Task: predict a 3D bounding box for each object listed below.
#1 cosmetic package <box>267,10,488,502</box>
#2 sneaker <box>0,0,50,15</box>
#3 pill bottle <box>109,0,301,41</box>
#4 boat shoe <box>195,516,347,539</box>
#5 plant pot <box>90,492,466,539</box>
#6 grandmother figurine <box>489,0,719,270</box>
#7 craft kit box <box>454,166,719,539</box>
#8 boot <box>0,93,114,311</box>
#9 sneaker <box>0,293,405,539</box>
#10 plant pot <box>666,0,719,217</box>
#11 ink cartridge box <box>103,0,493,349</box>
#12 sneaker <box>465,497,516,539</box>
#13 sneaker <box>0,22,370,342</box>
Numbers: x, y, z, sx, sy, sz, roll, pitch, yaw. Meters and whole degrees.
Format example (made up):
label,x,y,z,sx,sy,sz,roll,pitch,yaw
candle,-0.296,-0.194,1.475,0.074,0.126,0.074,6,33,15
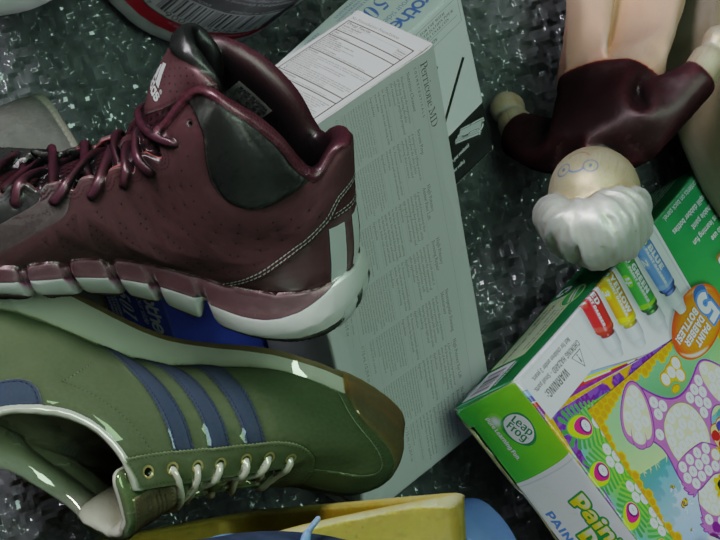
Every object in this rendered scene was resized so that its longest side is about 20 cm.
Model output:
label,x,y,z,sx,sy,sz,roll,pitch,yaw
cosmetic package,0.000,0.000,1.113,0.082,0.051,0.200,-34,133,-27
sneaker,-0.151,-0.185,1.116,0.076,0.080,0.200,59,18,-44
pill bottle,-0.035,-0.172,1.114,0.110,0.200,0.111,7,74,-25
boat shoe,-0.063,0.131,0.886,0.199,0.069,0.084,-9,93,-28
plant pot,-0.069,0.201,1.020,0.195,0.194,0.201,-10,88,-28
grandmother figurine,0.109,-0.083,1.213,0.061,0.121,0.200,38,44,-32
craft kit box,0.157,0.082,1.204,0.198,0.048,0.200,54,43,-9
boot,-0.209,-0.034,1.069,0.200,0.073,0.182,-22,102,-22
sneaker,-0.080,0.071,1.051,0.200,0.067,0.090,19,50,-16
plant pot,0.269,-0.102,1.241,0.200,0.173,0.201,17,60,-31
ink cartridge box,-0.026,-0.033,1.146,0.200,0.044,0.094,-45,139,-28
sneaker,0.033,0.197,1.132,0.078,0.070,0.201,0,79,-33
sneaker,-0.091,-0.047,1.003,0.199,0.116,0.076,8,40,4
